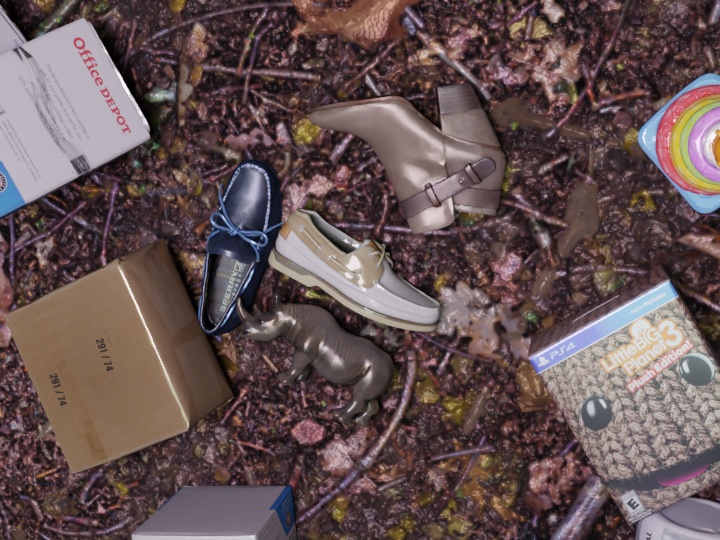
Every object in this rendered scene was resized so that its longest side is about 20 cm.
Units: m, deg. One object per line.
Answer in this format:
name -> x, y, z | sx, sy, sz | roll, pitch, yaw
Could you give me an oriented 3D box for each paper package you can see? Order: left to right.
paper package -> -0.270, 0.097, 1.137 | 0.190, 0.103, 0.201 | -22, 94, 25

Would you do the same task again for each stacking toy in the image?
stacking toy -> 0.332, -0.116, 0.935 | 0.110, 0.200, 0.116 | -41, 88, 15

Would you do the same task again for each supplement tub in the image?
supplement tub -> 0.335, 0.346, 1.050 | 0.122, 0.123, 0.201 | 9, 100, 10

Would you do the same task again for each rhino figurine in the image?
rhino figurine -> -0.051, 0.086, 1.114 | 0.199, 0.060, 0.088 | 34, 98, -3

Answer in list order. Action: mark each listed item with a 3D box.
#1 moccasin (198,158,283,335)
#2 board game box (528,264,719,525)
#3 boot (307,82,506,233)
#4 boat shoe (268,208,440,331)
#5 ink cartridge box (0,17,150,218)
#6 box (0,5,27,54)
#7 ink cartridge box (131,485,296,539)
moccasin -> -0.131, -0.020, 1.117 | 0.080, 0.068, 0.201 | 12, 101, 10
board game box -> 0.290, 0.124, 1.036 | 0.159, 0.097, 0.201 | -32, 92, 15
boot -> 0.051, -0.112, 1.065 | 0.199, 0.070, 0.147 | -6, 100, 13
boat shoe -> 0.000, 0.000, 1.089 | 0.199, 0.075, 0.069 | 24, 105, 6
ink cartridge box -> -0.346, -0.154, 1.073 | 0.199, 0.084, 0.145 | -33, 101, -26
box -> -0.458, -0.211, 1.087 | 0.200, 0.060, 0.117 | -47, 128, -17
ink cartridge box -> -0.152, 0.362, 1.142 | 0.144, 0.147, 0.202 | -3, 99, 12
